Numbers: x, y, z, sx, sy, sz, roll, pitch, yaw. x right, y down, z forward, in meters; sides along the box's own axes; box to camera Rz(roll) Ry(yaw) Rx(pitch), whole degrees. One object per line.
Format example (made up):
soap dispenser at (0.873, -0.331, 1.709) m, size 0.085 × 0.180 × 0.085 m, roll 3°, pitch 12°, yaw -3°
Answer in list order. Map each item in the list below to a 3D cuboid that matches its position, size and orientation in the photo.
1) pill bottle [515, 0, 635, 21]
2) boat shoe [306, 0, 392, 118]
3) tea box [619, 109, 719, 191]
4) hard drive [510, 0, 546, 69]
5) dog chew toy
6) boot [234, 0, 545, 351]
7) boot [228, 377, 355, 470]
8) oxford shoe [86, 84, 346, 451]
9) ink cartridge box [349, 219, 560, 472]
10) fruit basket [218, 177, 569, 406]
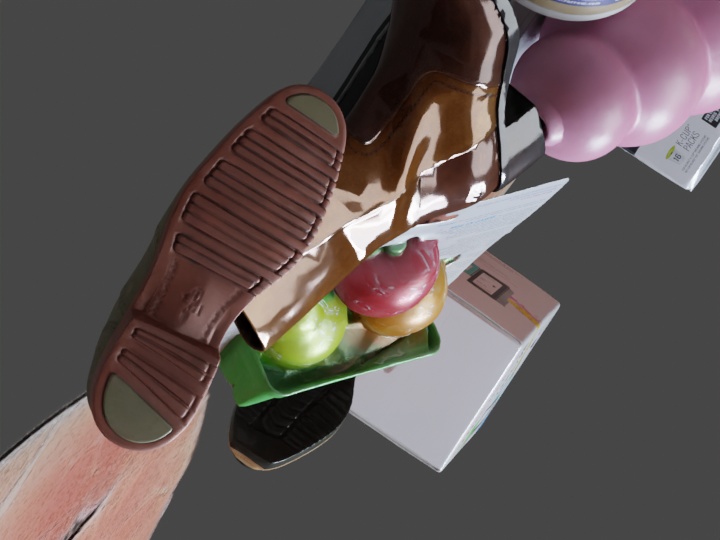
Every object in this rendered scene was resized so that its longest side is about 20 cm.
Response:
pill bottle at (0.139, -0.237, 1.689) m, size 0.116 × 0.115 × 0.200 m, roll -52°, pitch 174°, yaw -30°
boat shoe at (0.022, -0.112, 1.651) m, size 0.200 × 0.068 × 0.074 m, roll -54°, pitch 175°, yaw -18°
tea box at (0.219, -0.205, 2.157) m, size 0.200 × 0.196 × 0.134 m, roll -59°, pitch 174°, yaw 30°
hard drive at (0.122, -0.171, 1.884) m, size 0.200 × 0.027 × 0.132 m, roll -55°, pitch 169°, yaw -5°
dog chew toy at (0.165, -0.132, 1.817) m, size 0.200 × 0.124 × 0.125 m, roll -37°, pitch 164°, yaw -37°
boot at (-0.012, -0.077, 1.566) m, size 0.199 × 0.068 × 0.189 m, roll -33°, pitch 138°, yaw -14°
boot at (-0.060, 0.116, 2.307) m, size 0.200 × 0.077 × 0.138 m, roll -48°, pitch 176°, yaw -47°
oxford shoe at (-0.080, -0.008, 1.499) m, size 0.200 × 0.071 × 0.074 m, roll -55°, pitch -161°, yaw -2°
ink cartridge box at (0.069, 0.065, 2.727) m, size 0.147 × 0.146 × 0.200 m, roll -57°, pitch 174°, yaw 16°
fruit basket at (0.000, 0.000, 1.752) m, size 0.185 × 0.094 × 0.200 m, roll -15°, pitch 158°, yaw -36°
